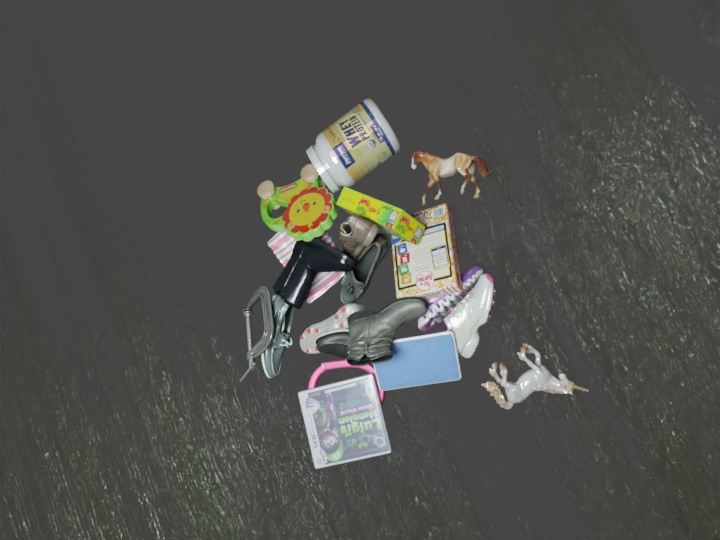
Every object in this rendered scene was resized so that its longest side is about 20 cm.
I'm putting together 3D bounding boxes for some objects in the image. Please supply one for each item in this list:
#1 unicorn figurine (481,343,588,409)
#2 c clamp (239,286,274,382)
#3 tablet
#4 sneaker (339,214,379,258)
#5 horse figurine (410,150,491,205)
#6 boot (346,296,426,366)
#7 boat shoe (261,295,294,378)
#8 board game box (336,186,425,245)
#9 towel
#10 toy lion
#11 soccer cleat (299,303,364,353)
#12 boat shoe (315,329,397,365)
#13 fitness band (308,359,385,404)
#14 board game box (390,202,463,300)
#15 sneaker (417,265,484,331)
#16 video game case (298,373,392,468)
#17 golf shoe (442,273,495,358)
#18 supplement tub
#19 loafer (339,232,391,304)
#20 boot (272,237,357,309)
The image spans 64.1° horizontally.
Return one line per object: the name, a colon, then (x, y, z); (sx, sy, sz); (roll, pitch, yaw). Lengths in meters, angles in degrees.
unicorn figurine: (0.379, 0.239, 1.273); (0.198, 0.074, 0.139); (-35, 87, 24)
c clamp: (-0.264, 0.147, 1.424); (0.170, 0.027, 0.204); (-39, 46, 39)
tablet: (0.125, 0.207, 1.308); (0.194, 0.014, 0.133); (-10, 115, 11)
sneaker: (-0.016, -0.086, 1.334); (0.075, 0.200, 0.071); (34, 70, -8)
horse figurine: (0.213, -0.229, 1.351); (0.195, 0.050, 0.136); (-7, 67, 23)
boot: (0.062, 0.142, 1.267); (0.195, 0.068, 0.133); (-17, 44, 12)
boat shoe: (-0.200, 0.164, 1.427); (0.060, 0.073, 0.206); (2, 81, 18)
board game box: (0.044, -0.127, 1.326); (0.198, 0.101, 0.048); (28, 89, 42)
towel: (-0.132, -0.040, 1.445); (0.145, 0.030, 0.202); (-38, 77, 9)
toy lion: (-0.152, -0.151, 1.402); (0.195, 0.069, 0.196); (-17, 56, 14)
soccer cleat: (-0.068, 0.143, 1.399); (0.198, 0.077, 0.071); (-36, 75, 30)
boat shoe: (-0.008, 0.184, 1.342); (0.195, 0.075, 0.064); (7, 51, -6)
fitness band: (-0.035, 0.290, 1.391); (0.194, 0.037, 0.148); (-7, 84, 15)
board game box: (0.148, -0.037, 1.320); (0.148, 0.046, 0.206); (-14, 65, 25)
sneaker: (0.195, 0.047, 1.332); (0.199, 0.080, 0.089); (-39, 61, 6)
video game case: (-0.038, 0.357, 1.362); (0.195, 0.023, 0.187); (-16, 85, 14)
golf shoe: (0.237, 0.098, 1.281); (0.089, 0.076, 0.205); (14, 108, -6)
supplement tub: (-0.018, -0.293, 1.370); (0.198, 0.144, 0.146); (-35, 78, 6)
loafer: (0.000, 0.000, 1.363); (0.071, 0.063, 0.202); (36, 114, 9)
boot: (-0.112, 0.016, 1.367); (0.197, 0.076, 0.172); (24, 89, 37)
